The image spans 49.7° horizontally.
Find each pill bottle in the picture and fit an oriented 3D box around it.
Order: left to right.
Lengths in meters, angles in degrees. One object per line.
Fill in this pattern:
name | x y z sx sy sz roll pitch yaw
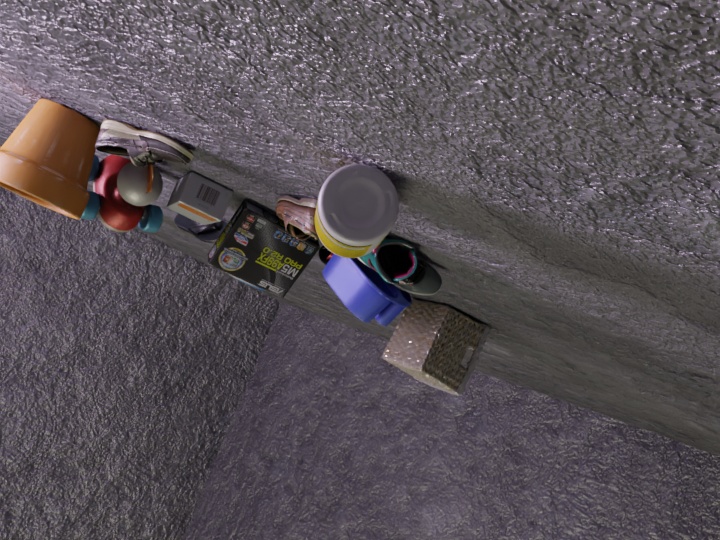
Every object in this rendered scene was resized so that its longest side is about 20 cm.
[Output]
pill bottle | -0.011 -0.077 1.122 0.111 0.112 0.200 23 171 -2

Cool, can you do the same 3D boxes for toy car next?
toy car | -0.484 -0.194 1.666 0.183 0.178 0.199 12 151 -42

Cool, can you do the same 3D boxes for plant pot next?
plant pot | -0.609 -0.226 1.530 0.199 0.184 0.200 23 172 3

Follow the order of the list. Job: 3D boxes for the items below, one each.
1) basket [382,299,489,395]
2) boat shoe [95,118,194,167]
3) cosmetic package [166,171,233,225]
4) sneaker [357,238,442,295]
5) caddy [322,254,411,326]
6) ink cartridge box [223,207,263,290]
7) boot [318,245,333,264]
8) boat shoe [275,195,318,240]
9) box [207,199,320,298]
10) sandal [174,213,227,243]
basket | 0.195 0.193 2.044 0.160 0.199 0.200 31 169 -29
boat shoe | -0.394 -0.218 1.415 0.199 0.065 0.073 18 169 22
cosmetic package | -0.355 -0.154 1.705 0.101 0.072 0.200 25 172 -19
sneaker | 0.088 -0.005 1.456 0.199 0.084 0.121 27 180 -21
caddy | 0.018 0.018 1.572 0.141 0.105 0.200 16 -152 -54
ink cartridge box | -0.263 -0.047 1.882 0.084 0.147 0.200 22 173 13
boot | 0.000 0.000 1.760 0.199 0.073 0.144 21 171 35
boat shoe | -0.117 -0.095 1.448 0.072 0.068 0.200 24 173 -24
box | -0.214 -0.044 1.731 0.199 0.161 0.044 27 -158 -28
sandal | -0.443 -0.127 2.140 0.199 0.076 0.048 18 153 30
